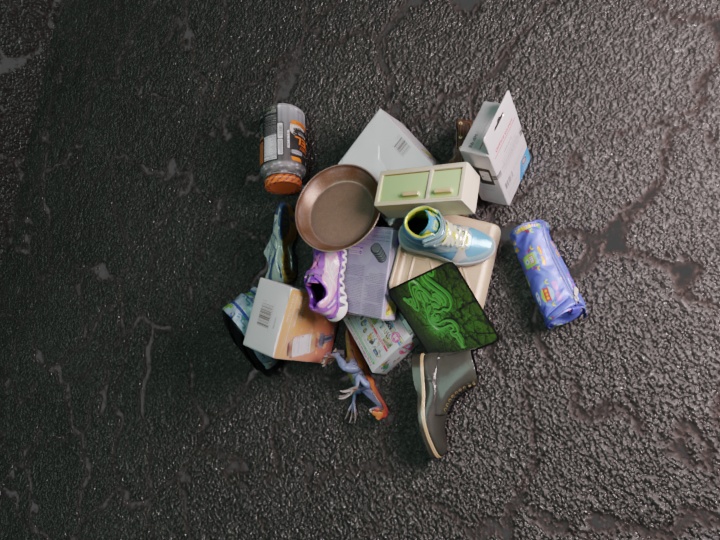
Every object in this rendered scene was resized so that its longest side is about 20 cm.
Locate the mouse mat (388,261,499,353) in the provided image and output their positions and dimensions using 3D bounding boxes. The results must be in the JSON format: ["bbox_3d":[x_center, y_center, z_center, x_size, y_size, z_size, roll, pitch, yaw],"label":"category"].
[{"bbox_3d":[0.164,0.089,1.194,0.158,0.008,0.203,-25,109,29],"label":"mouse mat"}]

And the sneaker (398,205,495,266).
[{"bbox_3d":[0.166,-0.066,1.149,0.193,0.131,0.082,7,77,6],"label":"sneaker"}]

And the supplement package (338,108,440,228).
[{"bbox_3d":[0.077,-0.217,1.323,0.156,0.110,0.201,-47,66,18],"label":"supplement package"}]

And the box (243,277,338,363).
[{"bbox_3d":[-0.148,0.118,1.376,0.104,0.198,0.158,14,88,36],"label":"box"}]

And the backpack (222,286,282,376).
[{"bbox_3d":[-0.257,0.137,1.453,0.153,0.201,0.163,-42,57,-2],"label":"backpack"}]

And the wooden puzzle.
[{"bbox_3d":[0.172,-0.020,1.229,0.194,0.046,0.191,15,80,9],"label":"wooden puzzle"}]

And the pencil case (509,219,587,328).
[{"bbox_3d":[0.347,0.003,1.118,0.087,0.076,0.206,-48,53,52],"label":"pencil case"}]

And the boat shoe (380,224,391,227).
[{"bbox_3d":[0.015,-0.029,1.366,0.202,0.071,0.071,-49,58,18],"label":"boat shoe"}]

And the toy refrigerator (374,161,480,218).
[{"bbox_3d":[0.125,-0.153,1.165,0.195,0.069,0.078,1,72,37],"label":"toy refrigerator"}]

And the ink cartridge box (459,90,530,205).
[{"bbox_3d":[0.253,-0.232,1.142,0.065,0.200,0.118,18,71,35],"label":"ink cartridge box"}]

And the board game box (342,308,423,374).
[{"bbox_3d":[0.072,0.101,1.307,0.200,0.064,0.149,-44,59,19],"label":"board game box"}]

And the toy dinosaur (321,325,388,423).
[{"bbox_3d":[0.000,0.235,1.323,0.178,0.105,0.204,27,84,15],"label":"toy dinosaur"}]

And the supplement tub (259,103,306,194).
[{"bbox_3d":[-0.198,-0.307,1.542,0.119,0.121,0.208,-11,76,33],"label":"supplement tub"}]

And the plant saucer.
[{"bbox_3d":[-0.044,-0.127,1.275,0.193,0.037,0.207,-7,66,15],"label":"plant saucer"}]

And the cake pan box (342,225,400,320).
[{"bbox_3d":[0.000,0.000,1.297,0.196,0.051,0.191,6,88,43],"label":"cake pan box"}]

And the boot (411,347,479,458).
[{"bbox_3d":[0.182,0.259,1.197,0.134,0.077,0.207,-13,82,20],"label":"boot"}]

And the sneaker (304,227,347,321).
[{"bbox_3d":[-0.080,0.003,1.280,0.079,0.087,0.208,-17,72,42],"label":"sneaker"}]

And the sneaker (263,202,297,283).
[{"bbox_3d":[-0.213,-0.069,1.536,0.086,0.074,0.208,-7,76,34],"label":"sneaker"}]

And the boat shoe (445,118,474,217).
[{"bbox_3d":[0.209,-0.215,1.253,0.068,0.070,0.207,13,77,-4],"label":"boat shoe"}]
